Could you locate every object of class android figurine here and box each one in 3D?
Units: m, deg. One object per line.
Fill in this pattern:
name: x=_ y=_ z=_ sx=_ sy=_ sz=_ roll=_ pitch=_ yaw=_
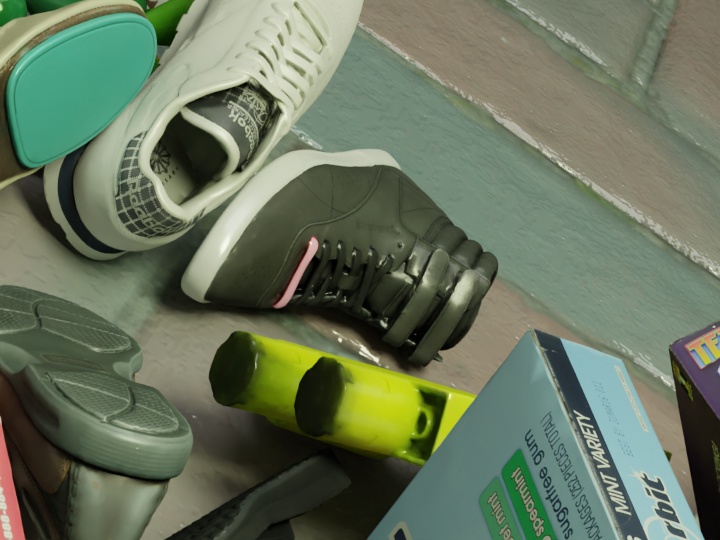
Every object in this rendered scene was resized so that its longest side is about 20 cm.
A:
android figurine: x=0.041 y=0.068 z=1.047 sx=0.200 sy=0.041 sz=0.182 roll=19 pitch=-3 yaw=-38

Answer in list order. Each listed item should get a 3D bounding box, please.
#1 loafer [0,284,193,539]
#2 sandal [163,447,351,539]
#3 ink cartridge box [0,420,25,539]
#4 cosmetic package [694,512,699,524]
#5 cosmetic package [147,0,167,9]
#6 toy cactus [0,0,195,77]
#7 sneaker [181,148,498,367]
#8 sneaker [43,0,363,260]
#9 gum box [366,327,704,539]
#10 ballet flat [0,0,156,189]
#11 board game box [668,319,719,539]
loafer: x=-0.113 y=0.056 z=0.939 sx=0.072 sy=0.063 sz=0.200 roll=15 pitch=9 yaw=-19
sandal: x=-0.051 y=0.114 z=0.930 sx=0.048 sy=0.075 sz=0.200 roll=61 pitch=29 yaw=1
ink cartridge box: x=-0.189 y=0.106 z=0.716 sx=0.200 sy=0.086 sz=0.148 roll=11 pitch=53 yaw=-40
cosmetic package: x=0.234 y=0.166 z=1.155 sx=0.074 sy=0.102 sz=0.200 roll=15 pitch=35 yaw=-39
cosmetic package: x=-0.106 y=-0.198 z=1.320 sx=0.200 sy=0.108 sz=0.085 roll=30 pitch=28 yaw=-11
toy cactus: x=-0.142 y=-0.127 z=1.196 sx=0.165 sy=0.102 sz=0.200 roll=36 pitch=34 yaw=21
sneaker: x=0.000 y=0.000 z=1.167 sx=0.099 sy=0.071 sz=0.200 roll=40 pitch=23 yaw=15
sneaker: x=-0.050 y=-0.080 z=1.129 sx=0.076 sy=0.080 sz=0.200 roll=48 pitch=59 yaw=-19
gum box: x=0.039 y=0.149 z=0.830 sx=0.044 sy=0.200 sz=0.170 roll=20 pitch=31 yaw=-30
ballet flat: x=-0.161 y=-0.061 z=1.041 sx=0.069 sy=0.070 sz=0.200 roll=40 pitch=46 yaw=6
board game box: x=0.191 y=0.132 z=1.016 sx=0.165 sy=0.057 sz=0.200 roll=57 pitch=-10 yaw=41
